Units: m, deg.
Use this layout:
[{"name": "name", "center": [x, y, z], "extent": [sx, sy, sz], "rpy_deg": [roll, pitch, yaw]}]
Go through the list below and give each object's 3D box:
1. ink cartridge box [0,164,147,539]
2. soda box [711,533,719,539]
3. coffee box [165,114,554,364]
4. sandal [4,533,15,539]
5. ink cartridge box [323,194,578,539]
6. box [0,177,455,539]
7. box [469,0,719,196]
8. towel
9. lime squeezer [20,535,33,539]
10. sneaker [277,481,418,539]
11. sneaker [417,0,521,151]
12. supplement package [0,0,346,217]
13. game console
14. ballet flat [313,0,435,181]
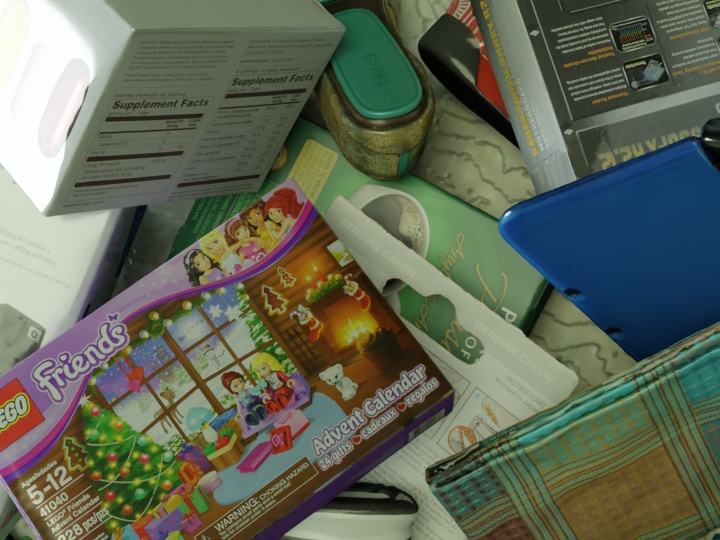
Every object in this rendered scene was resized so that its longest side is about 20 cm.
[{"name": "ink cartridge box", "center": [-0.192, 0.040, 0.900], "extent": [0.083, 0.145, 0.202], "rpy_deg": [22, 90, -4]}, {"name": "soda box", "center": [0.177, 0.238, 0.842], "extent": [0.067, 0.064, 0.202], "rpy_deg": [18, 88, 14]}, {"name": "coffee box", "center": [0.000, 0.000, 0.917], "extent": [0.199, 0.044, 0.124], "rpy_deg": [27, 93, 15]}, {"name": "sandal", "center": [-0.223, 0.231, 0.946], "extent": [0.074, 0.045, 0.202], "rpy_deg": [-6, 83, 13]}, {"name": "ink cartridge box", "center": [0.000, 0.086, 0.884], "extent": [0.160, 0.050, 0.201], "rpy_deg": [37, 102, 9]}, {"name": "box", "center": [-0.073, 0.066, 0.805], "extent": [0.199, 0.039, 0.137], "rpy_deg": [-35, 73, -12]}, {"name": "box", "center": [0.163, -0.121, 0.842], "extent": [0.198, 0.048, 0.160], "rpy_deg": [-17, 84, -19]}, {"name": "towel", "center": [0.146, 0.097, 0.832], "extent": [0.199, 0.147, 0.022], "rpy_deg": [-27, 44, 9]}, {"name": "lime squeezer", "center": [-0.104, 0.193, 0.915], "extent": [0.200, 0.071, 0.038], "rpy_deg": [43, 81, -16]}, {"name": "sneaker", "center": [-0.070, 0.165, 0.850], "extent": [0.198, 0.076, 0.117], "rpy_deg": [2, 95, 14]}, {"name": "sneaker", "center": [0.136, -0.090, 0.883], "extent": [0.201, 0.067, 0.108], "rpy_deg": [43, 86, 7]}, {"name": "supplement package", "center": [-0.139, -0.139, 0.855], "extent": [0.200, 0.155, 0.111], "rpy_deg": [46, 121, 24]}, {"name": "game console", "center": [0.184, -0.045, 0.799], "extent": [0.118, 0.200, 0.172], "rpy_deg": [13, 73, 41]}, {"name": "ballet flat", "center": [-0.009, -0.128, 0.916], "extent": [0.070, 0.071, 0.201], "rpy_deg": [-27, 53, 9]}]
